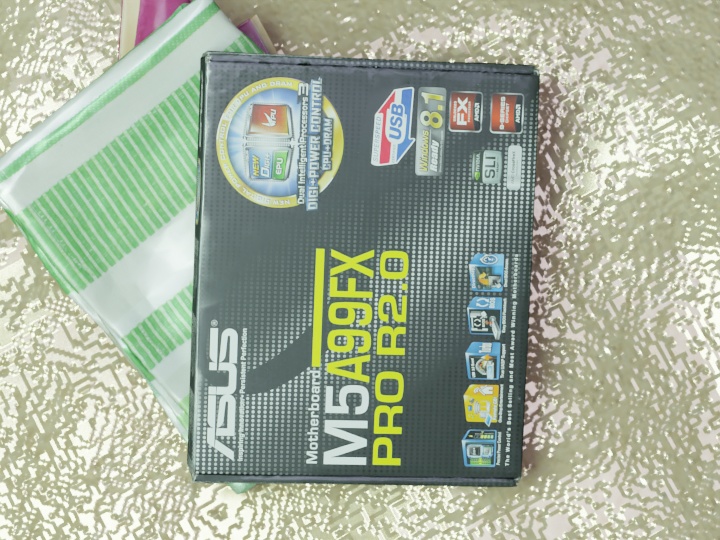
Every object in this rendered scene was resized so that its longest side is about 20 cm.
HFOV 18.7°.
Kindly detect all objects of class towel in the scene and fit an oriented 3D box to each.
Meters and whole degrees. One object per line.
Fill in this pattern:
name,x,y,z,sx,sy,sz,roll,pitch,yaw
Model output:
towel,-0.067,-0.013,1.056,0.152,0.023,0.200,-40,99,-4

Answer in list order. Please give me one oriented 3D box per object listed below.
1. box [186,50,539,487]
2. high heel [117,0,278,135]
box,0.000,0.000,1.034,0.159,0.044,0.202,2,94,-9
high heel,-0.124,-0.149,1.088,0.096,0.067,0.201,-31,94,-13
